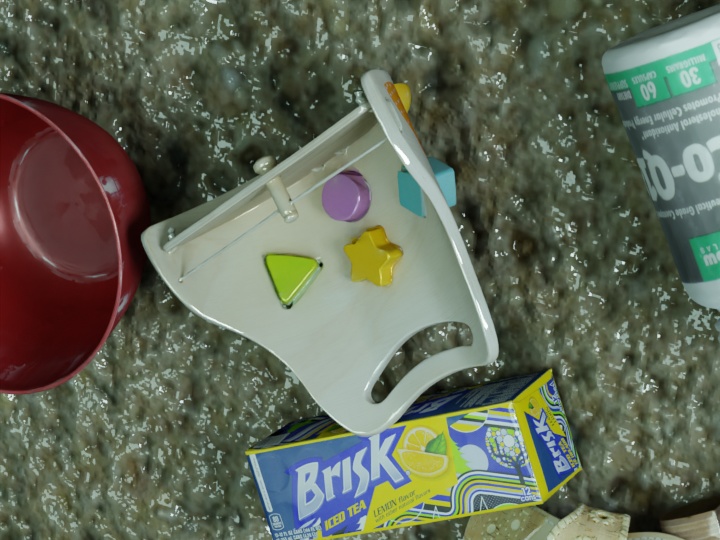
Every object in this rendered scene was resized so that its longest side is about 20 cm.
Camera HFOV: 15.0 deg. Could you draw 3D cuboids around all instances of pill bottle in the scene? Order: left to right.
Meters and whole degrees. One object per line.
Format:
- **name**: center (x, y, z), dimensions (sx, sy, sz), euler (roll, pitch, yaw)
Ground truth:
- **pill bottle**: center (0.219, -0.048, 1.527), dimensions (0.113, 0.113, 0.200), euler (-18, 96, 32)

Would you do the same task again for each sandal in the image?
- **sandal**: center (0.123, 0.172, 1.629), dimensions (0.212, 0.070, 0.078), euler (15, 77, 49)

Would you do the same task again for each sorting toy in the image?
- **sorting toy**: center (0.000, 0.000, 1.657), dimensions (0.200, 0.107, 0.180), euler (-33, 82, 33)

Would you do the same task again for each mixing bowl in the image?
- **mixing bowl**: center (-0.210, -0.030, 1.773), dimensions (0.200, 0.108, 0.200), euler (9, 109, 27)

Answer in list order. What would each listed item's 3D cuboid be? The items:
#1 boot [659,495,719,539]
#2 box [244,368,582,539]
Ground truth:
- **boot**: center (0.274, 0.200, 1.595), dimensions (0.200, 0.077, 0.155), euler (-18, 94, 36)
- **box**: center (0.031, 0.119, 1.714), dimensions (0.200, 0.064, 0.070), euler (-13, 99, 32)
